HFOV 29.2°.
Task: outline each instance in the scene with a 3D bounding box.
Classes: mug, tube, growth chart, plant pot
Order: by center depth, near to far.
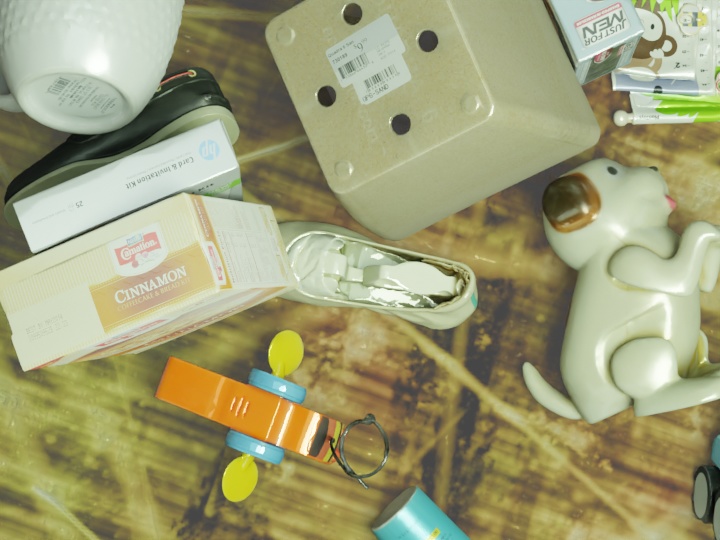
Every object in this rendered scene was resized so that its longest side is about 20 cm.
[{"bbox_3d":[0.039,-0.145,1.036,0.198,0.177,0.202,-25,87,20],"label":"plant pot"},{"bbox_3d":[-0.225,-0.194,1.065,0.147,0.199,0.177,26,55,-41],"label":"mug"},{"bbox_3d":[0.093,0.261,1.103,0.077,0.050,0.200,-43,93,6],"label":"tube"},{"bbox_3d":[0.252,-0.216,1.174,0.143,0.018,0.203,-7,84,-4],"label":"growth chart"}]

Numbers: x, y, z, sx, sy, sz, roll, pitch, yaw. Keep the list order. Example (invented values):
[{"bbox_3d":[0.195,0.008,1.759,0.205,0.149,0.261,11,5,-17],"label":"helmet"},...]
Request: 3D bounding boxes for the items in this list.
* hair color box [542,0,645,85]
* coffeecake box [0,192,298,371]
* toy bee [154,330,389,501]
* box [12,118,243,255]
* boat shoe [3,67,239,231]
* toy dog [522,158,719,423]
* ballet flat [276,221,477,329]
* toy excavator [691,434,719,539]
[{"bbox_3d":[0.157,-0.258,1.121,0.060,0.099,0.202,-24,83,2],"label":"hair color box"},{"bbox_3d":[-0.149,0.008,1.012,0.152,0.200,0.074,-22,85,12],"label":"coffeecake box"},{"bbox_3d":[-0.061,0.129,1.086,0.200,0.109,0.131,41,91,26],"label":"toy bee"},{"bbox_3d":[-0.164,-0.047,1.034,0.154,0.200,0.042,-23,84,-7],"label":"box"},{"bbox_3d":[-0.196,-0.094,1.108,0.200,0.074,0.064,-27,59,1],"label":"boat shoe"},{"bbox_3d":[0.212,0.010,1.102,0.192,0.139,0.203,-17,85,36],"label":"toy dog"},{"bbox_3d":[0.000,0.000,1.109,0.197,0.069,0.070,10,84,-3],"label":"ballet flat"},{"bbox_3d":[0.329,0.119,1.046,0.098,0.195,0.203,4,98,-2],"label":"toy excavator"}]
